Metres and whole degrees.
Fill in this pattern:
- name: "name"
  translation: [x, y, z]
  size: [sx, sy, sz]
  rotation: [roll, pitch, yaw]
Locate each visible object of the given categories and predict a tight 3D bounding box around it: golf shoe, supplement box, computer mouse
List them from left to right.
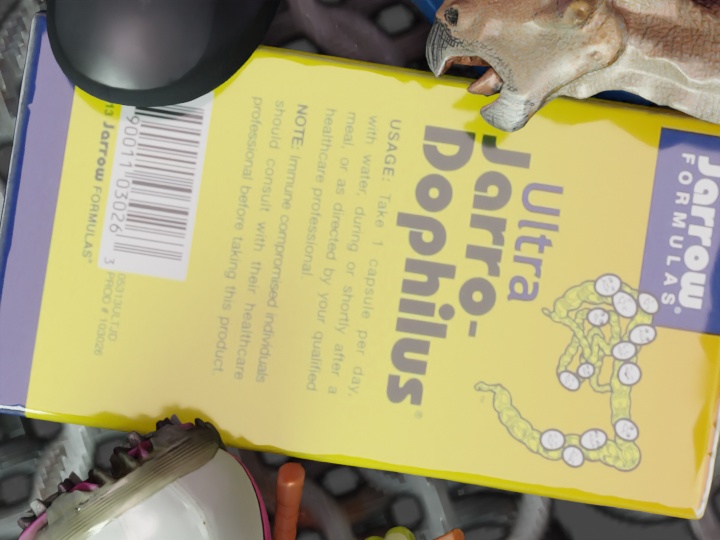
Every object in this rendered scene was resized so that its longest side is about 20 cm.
- name: "golf shoe"
  translation: [-0.045, 0.108, 0.750]
  size: [0.072, 0.200, 0.092]
  rotation: [-33, 68, -18]
- name: "computer mouse"
  translation: [-0.041, -0.116, 0.778]
  size: [0.058, 0.034, 0.201]
  rotation: [12, 44, 2]
- name: "supplement box"
  translation: [0.000, 0.000, 0.801]
  size: [0.199, 0.109, 0.110]
  rotation: [9, 88, -3]

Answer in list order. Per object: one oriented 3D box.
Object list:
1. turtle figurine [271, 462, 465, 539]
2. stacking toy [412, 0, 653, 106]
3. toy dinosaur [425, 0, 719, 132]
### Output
- name: "turtle figurine"
  translation: [0.051, 0.131, 0.801]
  size: [0.160, 0.064, 0.201]
  rotation: [-16, 114, -13]
- name: "stacking toy"
  translation: [0.100, -0.144, 0.822]
  size: [0.200, 0.110, 0.116]
  rotation: [-38, 106, -14]
- name: "toy dinosaur"
  translation: [0.130, -0.078, 0.740]
  size: [0.199, 0.086, 0.136]
  rotation: [-23, 64, -32]
